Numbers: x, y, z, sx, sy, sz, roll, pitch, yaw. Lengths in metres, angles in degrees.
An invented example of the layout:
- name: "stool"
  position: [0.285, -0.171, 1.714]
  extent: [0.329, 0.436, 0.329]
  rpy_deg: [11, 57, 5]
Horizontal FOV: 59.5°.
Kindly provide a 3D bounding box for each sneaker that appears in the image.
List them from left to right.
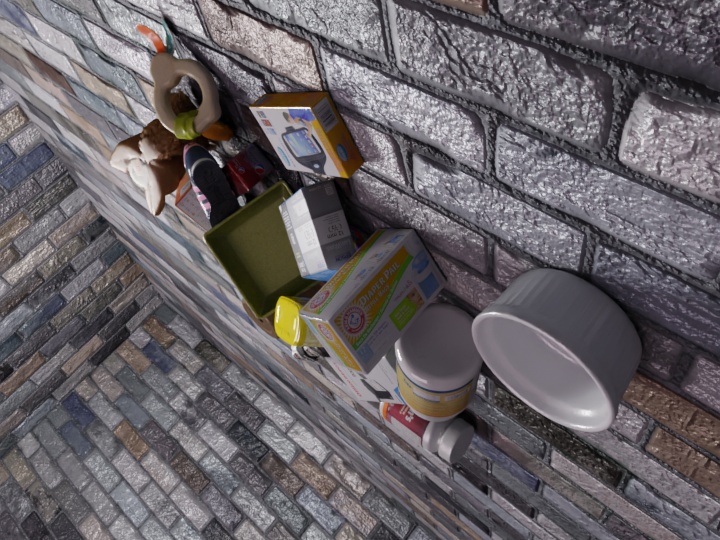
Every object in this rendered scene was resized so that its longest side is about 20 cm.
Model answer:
- name: "sneaker"
  position: [-0.278, -0.155, 1.179]
  extent: [0.083, 0.069, 0.202]
  rpy_deg: [54, 162, 31]
- name: "sneaker"
  position: [-0.105, 0.166, 1.355]
  extent: [0.074, 0.089, 0.200]
  rpy_deg: [42, 177, -15]

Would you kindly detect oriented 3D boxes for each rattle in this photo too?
- name: "rattle"
  position: [-0.300, -0.337, 1.116]
  extent: [0.129, 0.142, 0.203]
  rpy_deg: [-33, 86, 37]

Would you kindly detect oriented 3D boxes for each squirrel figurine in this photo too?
- name: "squirrel figurine"
  position: [-0.358, -0.244, 1.225]
  extent: [0.141, 0.187, 0.200]
  rpy_deg: [43, 133, 3]

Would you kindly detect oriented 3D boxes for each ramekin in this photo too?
- name: "ramekin"
  position: [0.244, 0.093, 0.781]
  extent: [0.199, 0.098, 0.202]
  rpy_deg: [38, 158, 18]

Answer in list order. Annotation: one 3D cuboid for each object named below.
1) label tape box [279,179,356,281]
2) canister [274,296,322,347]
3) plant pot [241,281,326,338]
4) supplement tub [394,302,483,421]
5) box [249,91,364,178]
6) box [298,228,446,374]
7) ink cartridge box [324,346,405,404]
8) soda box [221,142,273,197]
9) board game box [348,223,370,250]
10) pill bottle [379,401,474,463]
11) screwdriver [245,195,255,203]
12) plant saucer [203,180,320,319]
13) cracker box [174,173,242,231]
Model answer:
- name: "label tape box"
  position: [-0.065, -0.036, 1.073]
  extent: [0.143, 0.065, 0.205]
  rpy_deg: [-15, 92, 67]
- name: "canister"
  position: [-0.050, 0.099, 1.197]
  extent: [0.196, 0.089, 0.148]
  rpy_deg: [5, -175, -27]
- name: "plant pot"
  position: [-0.155, 0.046, 1.346]
  extent: [0.199, 0.175, 0.201]
  rpy_deg: [36, 157, 18]
- name: "supplement tub"
  position: [0.130, 0.161, 1.058]
  extent: [0.144, 0.145, 0.202]
  rpy_deg: [35, 157, 23]
- name: "box"
  position: [-0.090, -0.205, 0.945]
  extent: [0.198, 0.042, 0.120]
  rpy_deg: [15, 144, 49]
- name: "box"
  position: [0.019, 0.042, 0.966]
  extent: [0.113, 0.200, 0.101]
  rpy_deg: [53, 157, -23]
- name: "ink cartridge box"
  position: [0.040, 0.203, 1.335]
  extent: [0.198, 0.084, 0.146]
  rpy_deg: [-8, 127, 49]
- name: "soda box"
  position: [-0.238, -0.183, 1.221]
  extent: [0.064, 0.070, 0.199]
  rpy_deg: [50, 159, -13]
- name: "board game box"
  position: [0.000, 0.000, 1.150]
  extent: [0.157, 0.039, 0.201]
  rpy_deg: [38, 158, 18]
- name: "pill bottle"
  position: [0.145, 0.327, 1.385]
  extent: [0.198, 0.110, 0.111]
  rpy_deg: [30, 155, 34]
- name: "screwdriver"
  position: [-0.167, -0.099, 1.307]
  extent: [0.198, 0.028, 0.029]
  rpy_deg: [36, -172, 21]
- name: "plant saucer"
  position: [-0.169, -0.041, 1.221]
  extent: [0.202, 0.197, 0.048]
  rpy_deg: [56, -169, -11]
- name: "cracker box"
  position: [-0.299, -0.121, 1.342]
  extent: [0.200, 0.058, 0.135]
  rpy_deg: [43, -168, -30]
